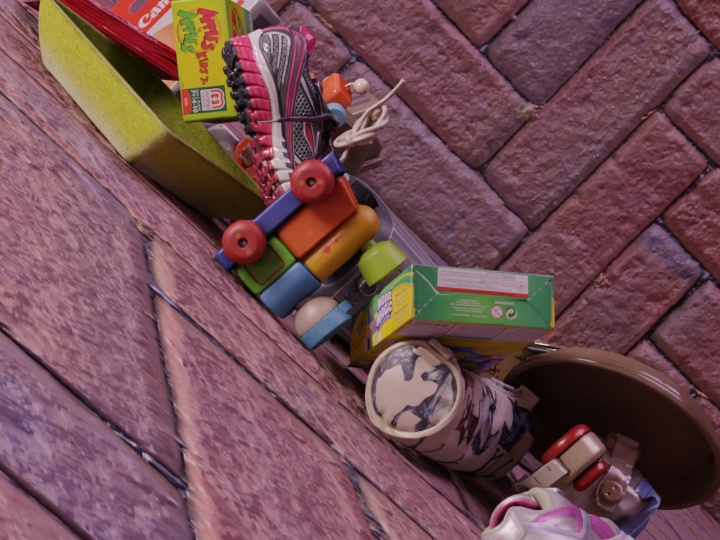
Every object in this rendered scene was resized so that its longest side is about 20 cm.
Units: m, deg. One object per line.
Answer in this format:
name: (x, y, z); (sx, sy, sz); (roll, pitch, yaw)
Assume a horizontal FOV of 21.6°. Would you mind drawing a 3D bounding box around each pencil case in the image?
pencil case: (0.074, 0.109, 1.488); (0.078, 0.090, 0.200); (31, -1, 27)

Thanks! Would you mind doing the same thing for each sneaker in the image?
sneaker: (0.139, 0.195, 1.358); (0.088, 0.081, 0.200); (47, 5, 11)
sneaker: (-0.050, -0.101, 1.544); (0.081, 0.075, 0.200); (-150, -137, -70)

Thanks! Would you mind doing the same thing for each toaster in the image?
toaster: (0.000, 0.000, 1.676); (0.129, 0.114, 0.200); (46, 2, -28)

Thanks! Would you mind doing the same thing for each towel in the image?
towel: (-0.233, -0.218, 1.724); (0.144, 0.023, 0.200); (33, -4, -19)

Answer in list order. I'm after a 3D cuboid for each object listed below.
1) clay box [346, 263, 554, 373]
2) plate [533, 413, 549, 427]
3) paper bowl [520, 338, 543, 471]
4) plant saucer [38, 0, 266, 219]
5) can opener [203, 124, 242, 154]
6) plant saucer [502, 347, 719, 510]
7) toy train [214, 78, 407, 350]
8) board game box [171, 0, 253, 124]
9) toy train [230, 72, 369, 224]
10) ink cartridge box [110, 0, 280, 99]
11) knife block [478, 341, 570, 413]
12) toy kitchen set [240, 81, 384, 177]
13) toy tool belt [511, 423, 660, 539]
clay box: (0.065, 0.043, 1.482); (0.115, 0.048, 0.200); (5, -14, -15)
plate: (0.153, 0.146, 1.744); (0.200, 0.026, 0.200); (10, -6, 1)
paper bowl: (0.161, 0.117, 2.044); (0.201, 0.104, 0.201); (45, 4, -5)
plant saucer: (-0.181, -0.125, 1.586); (0.200, 0.048, 0.200); (47, 6, 30)
can opener: (-0.081, -0.068, 1.819); (0.200, 0.053, 0.066); (46, 36, -6)
plant saucer: (0.213, 0.130, 1.579); (0.200, 0.029, 0.200); (21, -34, 15)
toy train: (-0.005, -0.040, 1.461); (0.116, 0.200, 0.085); (49, 5, 1)
board game box: (-0.124, -0.182, 1.662); (0.200, 0.047, 0.102); (-55, 140, -85)
toy train: (-0.065, -0.111, 1.704); (0.056, 0.150, 0.200); (46, 24, -25)
ink cartridge box: (-0.193, -0.262, 1.945); (0.200, 0.162, 0.050); (48, 4, 37)
knife block: (0.156, 0.096, 1.725); (0.175, 0.064, 0.200); (13, -2, -18)
toy kitchen set: (0.005, -0.115, 1.900); (0.200, 0.163, 0.180); (43, 41, 21)
toy tool belt: (0.196, 0.197, 1.522); (0.123, 0.125, 0.200); (49, -11, 13)
